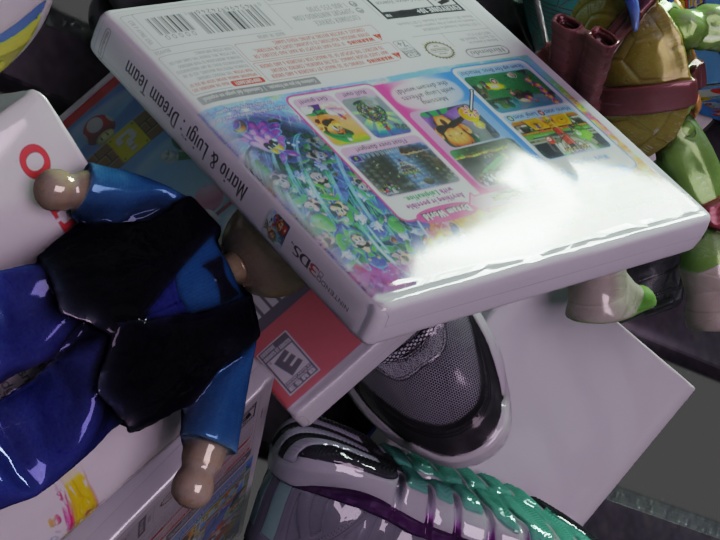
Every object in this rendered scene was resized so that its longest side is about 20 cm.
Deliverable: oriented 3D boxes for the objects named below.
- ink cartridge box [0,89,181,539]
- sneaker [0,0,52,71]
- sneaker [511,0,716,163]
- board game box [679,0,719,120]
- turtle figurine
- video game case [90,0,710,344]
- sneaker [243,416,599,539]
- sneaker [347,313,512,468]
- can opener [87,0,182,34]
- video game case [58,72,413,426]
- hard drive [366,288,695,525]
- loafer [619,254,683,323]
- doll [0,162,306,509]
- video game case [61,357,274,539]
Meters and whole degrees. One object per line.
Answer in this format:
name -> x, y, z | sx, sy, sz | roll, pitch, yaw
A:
ink cartridge box -> -0.187, 0.047, 0.798 | 0.200, 0.146, 0.147 | -40, 110, -26
sneaker -> -0.212, -0.110, 0.855 | 0.200, 0.105, 0.076 | -34, 69, -27
sneaker -> 0.106, -0.096, 1.075 | 0.200, 0.083, 0.121 | -36, 113, -35
board game box -> 0.217, -0.181, 1.112 | 0.196, 0.056, 0.201 | 9, 79, -56
turtle figurine -> 0.152, -0.078, 0.972 | 0.143, 0.200, 0.195 | -4, 102, 2
video game case -> 0.019, -0.055, 0.827 | 0.200, 0.182, 0.024 | -14, 141, -43
sneaker -> 0.032, 0.140, 0.984 | 0.199, 0.074, 0.088 | 23, 100, -20
sneaker -> 0.000, 0.000, 0.952 | 0.075, 0.114, 0.200 | -32, 72, 3
can opener -> -0.045, -0.153, 1.011 | 0.199, 0.053, 0.067 | -11, 61, -31
video game case -> -0.031, -0.046, 0.904 | 0.143, 0.200, 0.017 | -41, 151, -2
hard drive -> 0.064, 0.101, 1.037 | 0.132, 0.025, 0.200 | 38, 92, -32
loafer -> 0.096, 0.026, 1.078 | 0.200, 0.068, 0.071 | -25, 109, -27
doll -> -0.090, 0.028, 0.744 | 0.200, 0.048, 0.137 | -33, 96, -38
video game case -> -0.098, 0.127, 0.895 | 0.018, 0.200, 0.143 | 39, 65, 12
